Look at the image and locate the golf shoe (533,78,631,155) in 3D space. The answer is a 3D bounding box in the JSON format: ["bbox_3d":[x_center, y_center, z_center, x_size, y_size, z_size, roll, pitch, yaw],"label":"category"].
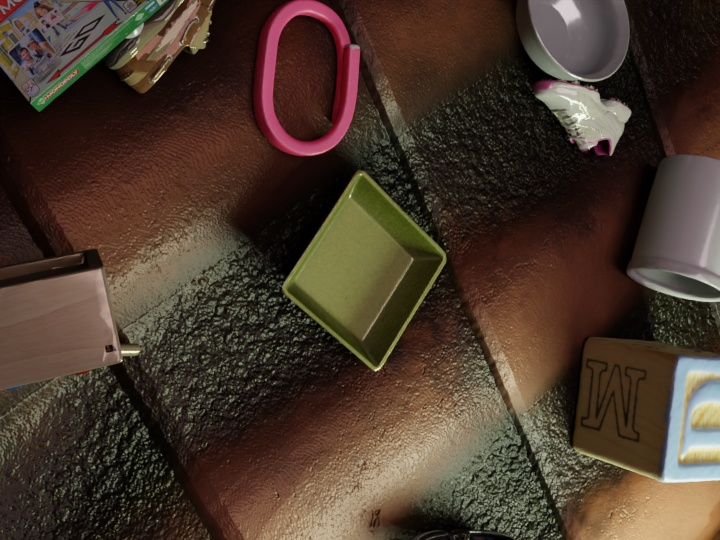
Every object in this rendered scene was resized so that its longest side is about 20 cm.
[{"bbox_3d":[0.347,-0.242,1.515,0.197,0.075,0.093,15,90,-32],"label":"golf shoe"}]

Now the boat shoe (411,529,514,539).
[{"bbox_3d":[0.154,0.418,1.448,0.198,0.057,0.069,11,48,-39],"label":"boat shoe"}]

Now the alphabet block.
[{"bbox_3d":[0.490,0.223,1.577,0.193,0.199,0.200,8,91,-33],"label":"alphabet block"}]

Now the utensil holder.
[{"bbox_3d":[0.554,-0.070,1.609,0.168,0.169,0.203,24,81,-32],"label":"utensil holder"}]

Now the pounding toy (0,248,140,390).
[{"bbox_3d":[-0.335,0.064,1.053,0.181,0.200,0.145,-12,101,-16],"label":"pounding toy"}]

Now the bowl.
[{"bbox_3d":[0.303,-0.371,1.451,0.198,0.090,0.205,6,78,-29],"label":"bowl"}]

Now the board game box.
[{"bbox_3d":[-0.313,-0.287,1.034,0.200,0.029,0.135,-42,80,-4],"label":"board game box"}]

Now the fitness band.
[{"bbox_3d":[-0.071,-0.252,1.263,0.142,0.037,0.204,5,91,-33],"label":"fitness band"}]

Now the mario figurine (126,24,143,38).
[{"bbox_3d":[-0.284,-0.328,1.078,0.124,0.105,0.201,46,72,-25],"label":"mario figurine"}]

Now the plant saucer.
[{"bbox_3d":[0.000,0.000,1.327,0.199,0.048,0.201,42,73,-29],"label":"plant saucer"}]

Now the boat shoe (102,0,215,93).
[{"bbox_3d":[-0.218,-0.294,1.148,0.200,0.075,0.074,-46,122,-12],"label":"boat shoe"}]
